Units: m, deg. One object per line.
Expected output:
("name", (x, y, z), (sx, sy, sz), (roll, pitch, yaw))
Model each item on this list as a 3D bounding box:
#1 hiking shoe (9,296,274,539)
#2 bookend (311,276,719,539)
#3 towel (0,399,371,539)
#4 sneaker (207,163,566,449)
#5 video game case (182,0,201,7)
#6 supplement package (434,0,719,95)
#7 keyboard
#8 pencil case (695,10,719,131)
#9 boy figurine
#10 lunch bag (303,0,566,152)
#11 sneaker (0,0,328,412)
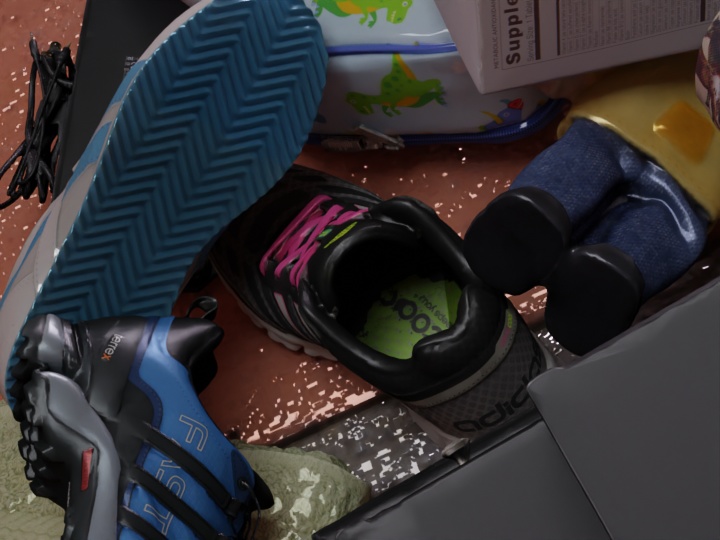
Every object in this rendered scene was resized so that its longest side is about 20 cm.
("hiking shoe", (-0.068, 0.102, 0.939), (0.086, 0.074, 0.201), (-9, 69, -15))
("bookend", (0.074, 0.073, 0.848), (0.199, 0.199, 0.093), (-31, 78, 4))
("towel", (-0.103, 0.124, 1.013), (0.199, 0.037, 0.149), (7, 62, 29))
("sneaker", (0.000, 0.000, 1.017), (0.074, 0.088, 0.200), (-45, 50, -9))
("video game case", (-0.051, -0.213, 1.145), (0.183, 0.022, 0.200), (-50, 30, 1))
("supplement package", (0.121, -0.159, 0.969), (0.198, 0.114, 0.110), (-12, 41, -9))
("keyboard", (-0.104, -0.071, 1.162), (0.103, 0.040, 0.201), (6, 55, 1))
("pencil case", (0.184, -0.024, 0.843), (0.089, 0.078, 0.201), (-44, 48, 21))
("boy figurine", (0.125, -0.051, 0.992), (0.124, 0.065, 0.200), (40, 55, 6))
("lunch bag", (0.033, -0.147, 1.107), (0.160, 0.083, 0.201), (-1, 56, 28))
("sneaker", (-0.087, -0.030, 1.035), (0.201, 0.076, 0.081), (-57, 21, -3))
